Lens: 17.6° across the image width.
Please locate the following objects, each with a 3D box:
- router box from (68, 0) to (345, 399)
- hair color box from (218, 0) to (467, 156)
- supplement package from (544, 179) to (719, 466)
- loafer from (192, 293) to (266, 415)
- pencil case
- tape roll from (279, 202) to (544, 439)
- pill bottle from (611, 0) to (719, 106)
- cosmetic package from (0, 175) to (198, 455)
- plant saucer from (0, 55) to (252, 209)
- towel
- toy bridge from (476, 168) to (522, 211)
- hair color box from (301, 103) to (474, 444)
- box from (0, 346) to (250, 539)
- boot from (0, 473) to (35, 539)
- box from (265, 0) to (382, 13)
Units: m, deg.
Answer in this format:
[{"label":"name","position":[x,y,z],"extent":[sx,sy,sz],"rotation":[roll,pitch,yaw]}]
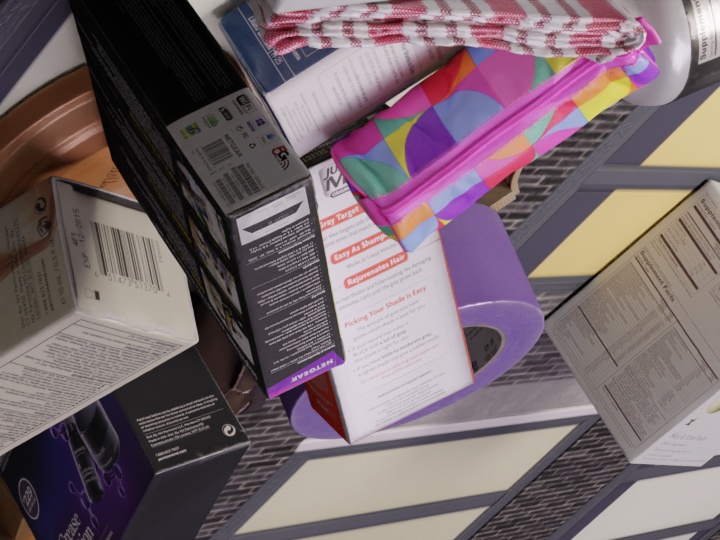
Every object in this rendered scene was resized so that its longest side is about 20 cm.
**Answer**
[{"label":"router box","position":[-0.081,-0.054,1.194],"extent":[0.051,0.200,0.150],"rotation":[-25,143,-13]},{"label":"hair color box","position":[0.024,-0.156,1.341],"extent":[0.199,0.061,0.100],"rotation":[-32,160,-1]},{"label":"supplement package","position":[0.297,0.049,2.003],"extent":[0.200,0.151,0.151],"rotation":[-42,155,22]},{"label":"loafer","position":[-0.098,0.058,1.604],"extent":[0.071,0.073,0.200],"rotation":[-26,157,-18]},{"label":"pencil case","position":[0.079,-0.095,1.356],"extent":[0.199,0.089,0.088],"rotation":[-36,157,10]},{"label":"tape roll","position":[0.027,0.038,1.678],"extent":[0.199,0.085,0.200],"rotation":[-20,159,-8]},{"label":"pill bottle","position":[0.203,-0.172,1.472],"extent":[0.199,0.117,0.117],"rotation":[-22,156,-23]},{"label":"cosmetic package","position":[-0.201,0.035,1.331],"extent":[0.199,0.088,0.103],"rotation":[-29,152,30]},{"label":"plant saucer","position":[-0.148,-0.055,1.362],"extent":[0.199,0.032,0.201],"rotation":[-28,157,-13]},{"label":"towel","position":[0.034,-0.142,1.211],"extent":[0.198,0.146,0.030],"rotation":[2,113,-14]},{"label":"toy bridge","position":[0.090,-0.091,1.605],"extent":[0.067,0.027,0.200],"rotation":[-33,159,0]},{"label":"hair color box","position":[0.000,0.000,1.499],"extent":[0.101,0.061,0.201],"rotation":[-24,122,-17]},{"label":"box","position":[-0.164,0.119,1.555],"extent":[0.078,0.142,0.200],"rotation":[-14,151,-32]},{"label":"boot","position":[-0.309,0.217,1.655],"extent":[0.200,0.071,0.144],"rotation":[-22,153,-37]},{"label":"box","position":[0.022,-0.211,1.144],"extent":[0.199,0.125,0.098],"rotation":[-12,150,-41]}]
